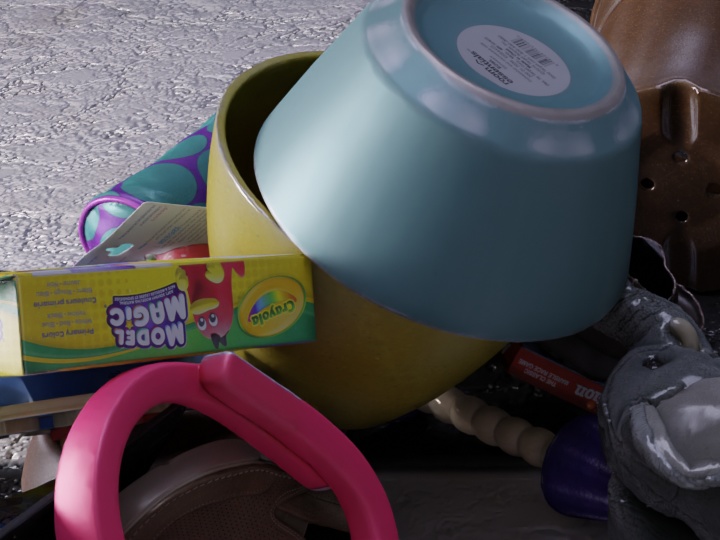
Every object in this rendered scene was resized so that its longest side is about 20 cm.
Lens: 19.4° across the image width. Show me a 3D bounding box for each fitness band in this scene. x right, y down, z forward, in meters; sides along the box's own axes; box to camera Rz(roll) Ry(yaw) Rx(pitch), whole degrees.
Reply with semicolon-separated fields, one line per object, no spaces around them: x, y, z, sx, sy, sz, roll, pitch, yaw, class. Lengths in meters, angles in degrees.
-0.056;0.123;0.943;0.037;0.200;0.144;-10;53;40;fitness band

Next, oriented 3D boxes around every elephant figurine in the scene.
0.172;0.091;1.020;0.200;0.142;0.155;12;12;14;elephant figurine

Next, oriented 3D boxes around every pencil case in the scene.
-0.112;-0.053;1.462;0.092;0.085;0.200;-17;16;36;pencil case

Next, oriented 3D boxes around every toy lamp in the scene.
0.081;0.088;1.146;0.058;0.058;0.200;-24;30;-35;toy lamp

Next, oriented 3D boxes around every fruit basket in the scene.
-0.064;-0.016;1.270;0.200;0.094;0.185;8;-18;-22;fruit basket

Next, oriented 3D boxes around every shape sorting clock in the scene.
-0.152;0.074;1.081;0.200;0.039;0.200;-11;-7;-1;shape sorting clock

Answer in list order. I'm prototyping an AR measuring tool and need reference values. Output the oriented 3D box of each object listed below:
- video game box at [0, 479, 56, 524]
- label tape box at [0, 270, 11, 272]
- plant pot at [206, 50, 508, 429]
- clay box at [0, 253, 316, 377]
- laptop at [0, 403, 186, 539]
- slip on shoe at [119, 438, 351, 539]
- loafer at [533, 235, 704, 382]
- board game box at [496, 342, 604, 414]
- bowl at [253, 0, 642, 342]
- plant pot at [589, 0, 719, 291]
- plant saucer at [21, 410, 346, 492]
-0.176;0.183;1.010;0.182;0.047;0.200;-22;29;-28;video game box
-0.250;0.029;1.234;0.144;0.063;0.200;2;-2;22;label tape box
0.000;0.000;1.118;0.200;0.142;0.200;15;37;-11;plant pot
-0.131;0.022;0.967;0.200;0.048;0.115;-6;1;-45;clay box
-0.210;0.124;0.959;0.116;0.200;0.187;42;40;9;laptop
-0.053;0.128;1.019;0.061;0.076;0.200;52;22;23;slip on shoe
0.160;0.019;1.193;0.073;0.071;0.200;34;14;16;loafer
0.108;0.033;1.230;0.103;0.019;0.200;24;15;-18;board game box
0.057;-0.071;1.030;0.200;0.105;0.201;14;36;-11;bowl
0.228;-0.100;1.380;0.200;0.201;0.198;3;33;18;plant pot
-0.101;0.080;1.200;0.200;0.035;0.200;-12;24;5;plant saucer
